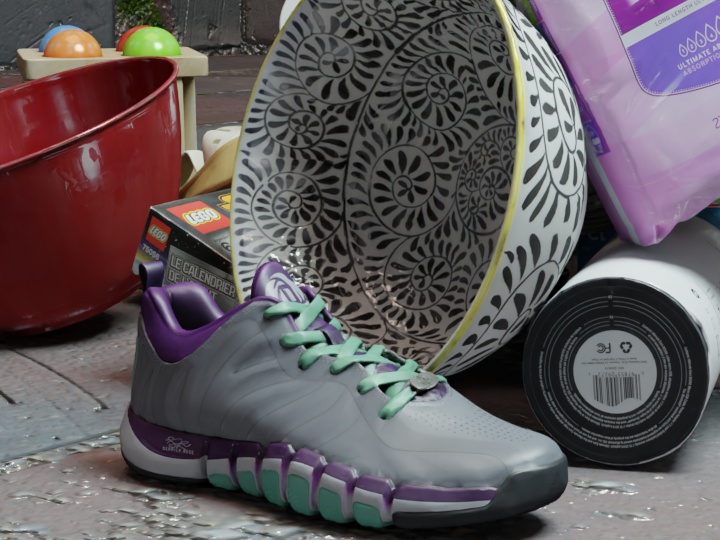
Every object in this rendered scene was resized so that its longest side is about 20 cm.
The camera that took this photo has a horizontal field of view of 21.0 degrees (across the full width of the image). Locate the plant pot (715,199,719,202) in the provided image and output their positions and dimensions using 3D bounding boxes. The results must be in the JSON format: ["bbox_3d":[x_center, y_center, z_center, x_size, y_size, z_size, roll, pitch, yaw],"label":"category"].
[{"bbox_3d":[0.215,-0.122,1.202,0.198,0.191,0.201,15,33,-10],"label":"plant pot"}]

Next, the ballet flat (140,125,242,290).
[{"bbox_3d":[-0.085,-0.049,1.127,0.068,0.064,0.200,-3,-21,-40],"label":"ballet flat"}]

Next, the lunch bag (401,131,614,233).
[{"bbox_3d":[0.105,-0.089,0.997,0.166,0.141,0.200,-18,1,11],"label":"lunch bag"}]

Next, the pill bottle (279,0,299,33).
[{"bbox_3d":[0.006,-0.093,1.150,0.103,0.105,0.200,2,-27,11],"label":"pill bottle"}]

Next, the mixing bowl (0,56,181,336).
[{"bbox_3d":[-0.178,-0.033,1.076,0.198,0.109,0.200,-17,18,6],"label":"mixing bowl"}]

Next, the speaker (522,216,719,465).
[{"bbox_3d":[0.131,0.025,0.883,0.080,0.082,0.200,2,11,15],"label":"speaker"}]

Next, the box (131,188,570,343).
[{"bbox_3d":[0.000,0.000,0.985,0.136,0.040,0.199,32,27,26],"label":"box"}]

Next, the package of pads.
[{"bbox_3d":[0.129,-0.124,0.847,0.120,0.201,0.076,-27,2,-9],"label":"package of pads"}]

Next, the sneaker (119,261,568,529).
[{"bbox_3d":[-0.014,0.044,0.749,0.198,0.088,0.074,5,11,30],"label":"sneaker"}]

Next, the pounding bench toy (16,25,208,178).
[{"bbox_3d":[-0.164,-0.084,1.303,0.123,0.158,0.200,-2,10,-12],"label":"pounding bench toy"}]

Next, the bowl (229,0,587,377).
[{"bbox_3d":[0.036,-0.035,0.841,0.094,0.203,0.200,11,1,-37],"label":"bowl"}]

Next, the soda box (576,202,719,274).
[{"bbox_3d":[0.219,0.001,1.059,0.199,0.069,0.064,6,10,33],"label":"soda box"}]
